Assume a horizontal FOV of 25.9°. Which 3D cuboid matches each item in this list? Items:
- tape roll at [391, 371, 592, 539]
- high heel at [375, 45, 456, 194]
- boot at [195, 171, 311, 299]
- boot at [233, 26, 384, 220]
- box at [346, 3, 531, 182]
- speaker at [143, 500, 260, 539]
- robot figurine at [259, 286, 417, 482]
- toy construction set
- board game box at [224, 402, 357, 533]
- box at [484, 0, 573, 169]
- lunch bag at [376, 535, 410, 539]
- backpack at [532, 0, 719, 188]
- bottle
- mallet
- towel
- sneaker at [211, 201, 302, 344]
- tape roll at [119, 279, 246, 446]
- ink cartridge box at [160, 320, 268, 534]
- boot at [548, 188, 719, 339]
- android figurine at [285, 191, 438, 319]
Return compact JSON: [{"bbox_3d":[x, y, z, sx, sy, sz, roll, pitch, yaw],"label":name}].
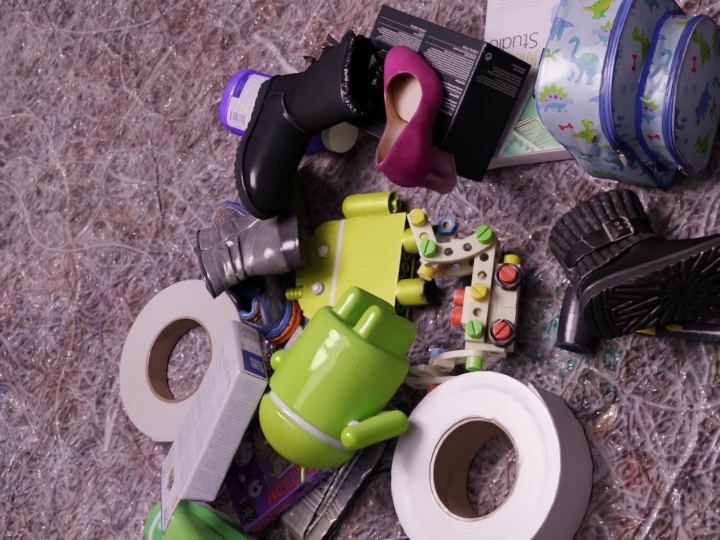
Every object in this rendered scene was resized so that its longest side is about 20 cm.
[{"bbox_3d":[0.132,0.205,1.578,0.202,0.071,0.203,-14,66,33],"label":"tape roll"},{"bbox_3d":[0.036,-0.167,1.625,0.067,0.096,0.201,-36,51,37],"label":"high heel"},{"bbox_3d":[-0.129,-0.058,1.809,0.131,0.070,0.200,-16,35,10],"label":"boot"},{"bbox_3d":[-0.054,-0.164,1.729,0.162,0.073,0.199,-19,50,41],"label":"boot"},{"bbox_3d":[0.077,-0.197,1.724,0.200,0.079,0.142,32,99,51],"label":"box"},{"bbox_3d":[-0.154,0.325,1.743,0.200,0.088,0.089,28,92,40],"label":"speaker"},{"bbox_3d":[-0.028,0.119,1.623,0.200,0.116,0.175,-57,45,7],"label":"robot figurine"},{"bbox_3d":[0.105,0.036,1.643,0.131,0.092,0.201,4,84,13],"label":"toy construction set"},{"bbox_3d":[-0.075,0.187,1.733,0.200,0.032,0.120,-42,58,22],"label":"board game box"},{"bbox_3d":[0.198,-0.215,1.697,0.144,0.036,0.201,-5,73,36],"label":"box"},{"bbox_3d":[-0.012,0.387,1.591,0.169,0.124,0.201,-13,89,32],"label":"lunch bag"},{"bbox_3d":[0.270,-0.189,1.526,0.147,0.200,0.184,10,79,36],"label":"backpack"},{"bbox_3d":[-0.085,-0.185,1.872,0.200,0.065,0.084,20,92,44],"label":"bottle"},{"bbox_3d":[0.283,0.065,1.538,0.199,0.041,0.066,14,82,35],"label":"mallet"},{"bbox_3d":[-0.060,0.188,1.751,0.200,0.034,0.193,37,98,38],"label":"towel"},{"bbox_3d":[-0.132,-0.008,1.845,0.075,0.078,0.200,-41,55,18],"label":"sneaker"},{"bbox_3d":[-0.209,0.112,1.889,0.202,0.037,0.204,-13,66,32],"label":"tape roll"},{"bbox_3d":[-0.162,0.173,1.717,0.196,0.043,0.201,-117,50,-74],"label":"ink cartridge box"},{"bbox_3d":[0.296,-0.021,1.530,0.210,0.080,0.158,-12,32,3],"label":"boot"},{"bbox_3d":[0.000,0.000,1.766,0.199,0.041,0.183,-3,70,35],"label":"android figurine"}]
